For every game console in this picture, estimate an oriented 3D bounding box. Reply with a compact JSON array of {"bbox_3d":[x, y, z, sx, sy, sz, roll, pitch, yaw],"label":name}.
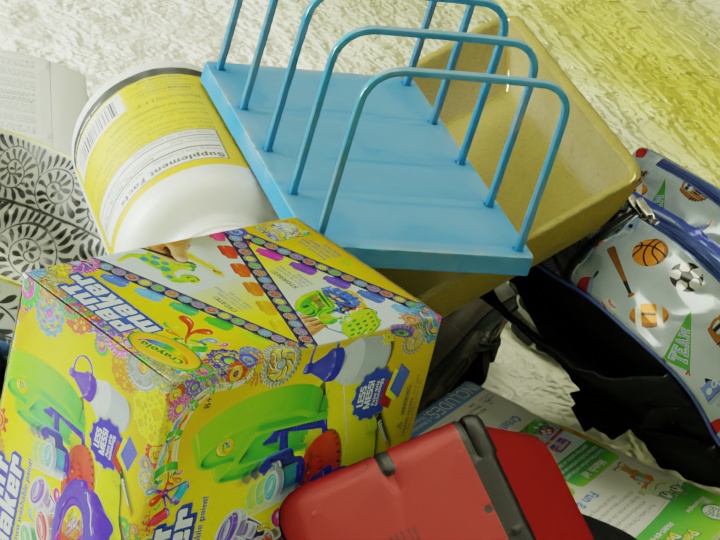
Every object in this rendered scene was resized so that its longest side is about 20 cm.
[{"bbox_3d":[0.067,0.189,1.520,0.171,0.119,0.201,-22,72,-12],"label":"game console"}]

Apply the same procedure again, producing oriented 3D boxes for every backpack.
[{"bbox_3d":[0.187,0.034,1.781,0.200,0.154,0.191,50,-2,-40],"label":"backpack"}]

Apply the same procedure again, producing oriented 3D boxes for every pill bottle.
[{"bbox_3d":[-0.097,-0.029,1.713,0.111,0.112,0.200,4,31,-20],"label":"pill bottle"}]

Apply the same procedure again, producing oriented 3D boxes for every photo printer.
[{"bbox_3d":[-0.263,-0.095,2.009,0.165,0.070,0.200,8,24,-11],"label":"photo printer"}]

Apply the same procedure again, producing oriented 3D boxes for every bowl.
[{"bbox_3d":[-0.222,-0.001,1.785,0.200,0.095,0.201,21,23,-9],"label":"bowl"}]

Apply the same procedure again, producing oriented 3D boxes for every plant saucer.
[{"bbox_3d":[0.050,-0.045,1.761,0.199,0.049,0.200,-29,40,-3],"label":"plant saucer"}]

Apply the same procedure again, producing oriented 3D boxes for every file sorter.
[{"bbox_3d":[0.015,-0.104,1.666,0.138,0.123,0.200,3,33,-25],"label":"file sorter"}]

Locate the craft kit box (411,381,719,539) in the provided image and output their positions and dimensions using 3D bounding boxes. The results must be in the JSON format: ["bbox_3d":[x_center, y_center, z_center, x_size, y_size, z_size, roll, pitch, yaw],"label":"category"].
[{"bbox_3d":[0.098,0.148,1.711,0.197,0.049,0.200,22,26,23],"label":"craft kit box"}]

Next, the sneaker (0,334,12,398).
[{"bbox_3d":[-0.190,0.075,1.665,0.077,0.086,0.200,21,25,17],"label":"sneaker"}]

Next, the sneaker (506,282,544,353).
[{"bbox_3d":[0.172,0.035,1.977,0.200,0.077,0.088,39,21,35],"label":"sneaker"}]

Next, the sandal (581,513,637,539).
[{"bbox_3d":[0.065,0.126,1.639,0.199,0.043,0.076,17,25,6],"label":"sandal"}]

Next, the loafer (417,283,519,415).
[{"bbox_3d":[0.047,0.064,1.855,0.063,0.072,0.200,49,38,7],"label":"loafer"}]

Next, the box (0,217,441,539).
[{"bbox_3d":[-0.084,0.099,1.530,0.192,0.201,0.122,-13,36,-43],"label":"box"}]

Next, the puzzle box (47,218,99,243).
[{"bbox_3d":[-0.103,-0.036,1.933,0.132,0.026,0.200,-1,9,25],"label":"puzzle box"}]
